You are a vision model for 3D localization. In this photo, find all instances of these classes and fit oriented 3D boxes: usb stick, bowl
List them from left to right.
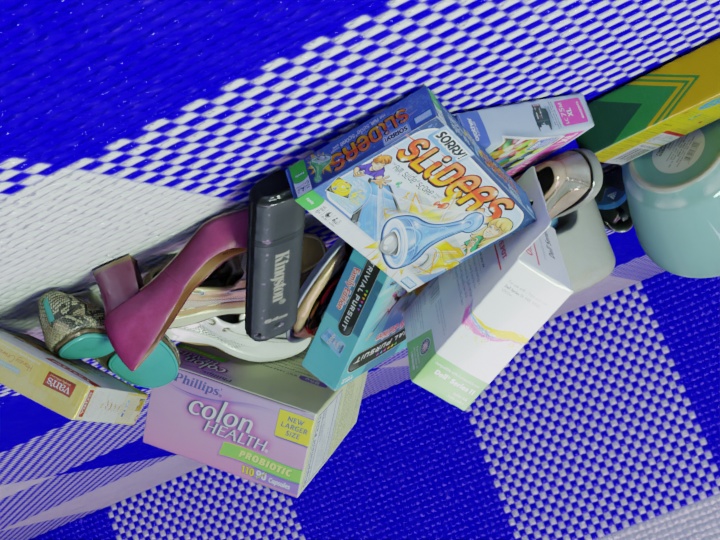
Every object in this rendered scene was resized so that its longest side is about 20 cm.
[{"bbox_3d":[-0.074,-0.009,1.273,0.055,0.033,0.201,-28,149,-26],"label":"usb stick"},{"bbox_3d":[0.350,-0.105,1.508,0.200,0.202,0.105,-26,137,25],"label":"bowl"}]

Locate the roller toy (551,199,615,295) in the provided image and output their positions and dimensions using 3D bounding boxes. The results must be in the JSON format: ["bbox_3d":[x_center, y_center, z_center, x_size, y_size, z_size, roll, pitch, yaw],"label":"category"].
[{"bbox_3d":[0.173,-0.033,1.587,0.182,0.141,0.200,-20,-179,31],"label":"roller toy"}]

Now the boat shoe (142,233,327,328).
[{"bbox_3d":[-0.113,0.000,1.385,0.199,0.072,0.076,-20,155,-28],"label":"boat shoe"}]

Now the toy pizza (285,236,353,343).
[{"bbox_3d":[0.000,0.000,1.463,0.200,0.032,0.200,-46,167,-14],"label":"toy pizza"}]

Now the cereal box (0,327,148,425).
[{"bbox_3d":[-0.285,0.093,1.339,0.040,0.143,0.200,-64,172,-5],"label":"cereal box"}]

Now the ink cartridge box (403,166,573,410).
[{"bbox_3d":[0.126,0.016,1.346,0.200,0.067,0.117,-50,-158,24],"label":"ink cartridge box"}]

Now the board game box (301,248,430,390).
[{"bbox_3d":[0.035,0.005,1.419,0.151,0.047,0.201,-27,148,-52],"label":"board game box"}]

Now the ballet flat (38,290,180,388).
[{"bbox_3d":[-0.234,0.055,1.376,0.068,0.076,0.200,-34,156,12],"label":"ballet flat"}]

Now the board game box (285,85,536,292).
[{"bbox_3d":[0.046,-0.062,1.219,0.135,0.035,0.200,-30,146,17],"label":"board game box"}]

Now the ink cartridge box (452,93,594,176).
[{"bbox_3d":[0.103,-0.109,1.323,0.199,0.042,0.119,-11,166,-40],"label":"ink cartridge box"}]

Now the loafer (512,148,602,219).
[{"bbox_3d":[0.146,-0.058,1.427,0.063,0.072,0.200,-5,157,-42],"label":"loafer"}]

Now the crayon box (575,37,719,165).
[{"bbox_3d":[0.311,-0.167,1.411,0.199,0.051,0.127,-25,170,25],"label":"crayon box"}]

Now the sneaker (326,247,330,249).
[{"bbox_3d":[-0.068,0.017,1.602,0.070,0.074,0.200,-3,162,-8],"label":"sneaker"}]

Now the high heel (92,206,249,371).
[{"bbox_3d":[-0.134,0.012,1.296,0.199,0.097,0.067,-23,170,10],"label":"high heel"}]

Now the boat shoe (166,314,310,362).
[{"bbox_3d":[-0.121,0.042,1.476,0.199,0.071,0.069,9,140,-37],"label":"boat shoe"}]

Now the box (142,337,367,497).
[{"bbox_3d":[-0.103,0.130,1.546,0.175,0.097,0.200,18,-160,12],"label":"box"}]

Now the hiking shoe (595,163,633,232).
[{"bbox_3d":[0.288,-0.080,1.728,0.074,0.087,0.200,-23,170,12],"label":"hiking shoe"}]
